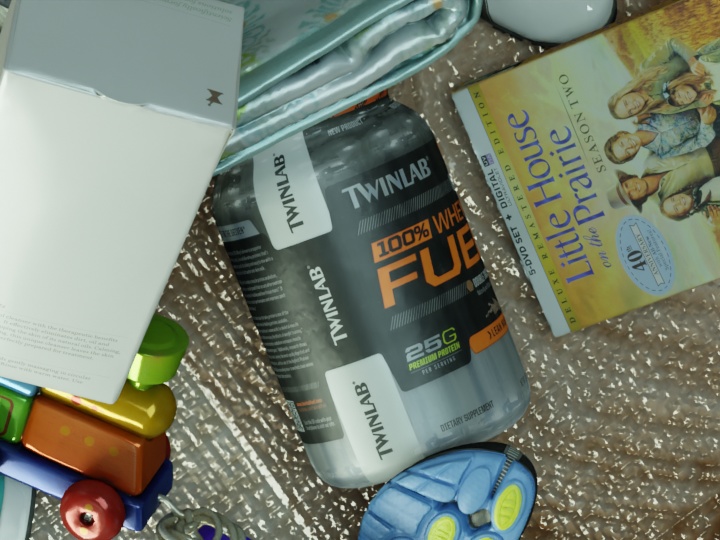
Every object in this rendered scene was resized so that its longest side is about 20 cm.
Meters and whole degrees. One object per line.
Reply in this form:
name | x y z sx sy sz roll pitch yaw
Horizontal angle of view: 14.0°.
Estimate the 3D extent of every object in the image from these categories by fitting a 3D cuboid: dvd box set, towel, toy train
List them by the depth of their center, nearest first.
towel | -0.056 -0.128 1.465 0.200 0.171 0.048 -27 129 -7
toy train | -0.110 0.074 1.466 0.199 0.085 0.116 23 120 7
dvd box set | 0.164 -0.064 1.523 0.199 0.029 0.147 -20 97 22

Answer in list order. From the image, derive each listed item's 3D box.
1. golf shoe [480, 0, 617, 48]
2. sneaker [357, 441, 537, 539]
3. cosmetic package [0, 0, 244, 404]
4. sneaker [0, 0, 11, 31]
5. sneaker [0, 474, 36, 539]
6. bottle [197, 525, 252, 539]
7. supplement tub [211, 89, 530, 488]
golf shoe | 0.063 -0.192 1.517 0.078 0.094 0.200 -45 100 -5
sneaker | 0.041 0.133 1.488 0.071 0.200 0.083 39 57 6
cosmetic package | -0.131 -0.039 1.341 0.107 0.085 0.200 16 134 -12
sneaker | -0.130 -0.170 1.441 0.146 0.202 0.077 -45 127 -8
sneaker | -0.244 0.186 1.490 0.120 0.084 0.201 13 83 -14
bottle | -0.096 0.233 1.526 0.083 0.065 0.200 31 88 -15
supplement tub | 0.000 0.000 1.501 0.122 0.123 0.201 -23 97 -7
